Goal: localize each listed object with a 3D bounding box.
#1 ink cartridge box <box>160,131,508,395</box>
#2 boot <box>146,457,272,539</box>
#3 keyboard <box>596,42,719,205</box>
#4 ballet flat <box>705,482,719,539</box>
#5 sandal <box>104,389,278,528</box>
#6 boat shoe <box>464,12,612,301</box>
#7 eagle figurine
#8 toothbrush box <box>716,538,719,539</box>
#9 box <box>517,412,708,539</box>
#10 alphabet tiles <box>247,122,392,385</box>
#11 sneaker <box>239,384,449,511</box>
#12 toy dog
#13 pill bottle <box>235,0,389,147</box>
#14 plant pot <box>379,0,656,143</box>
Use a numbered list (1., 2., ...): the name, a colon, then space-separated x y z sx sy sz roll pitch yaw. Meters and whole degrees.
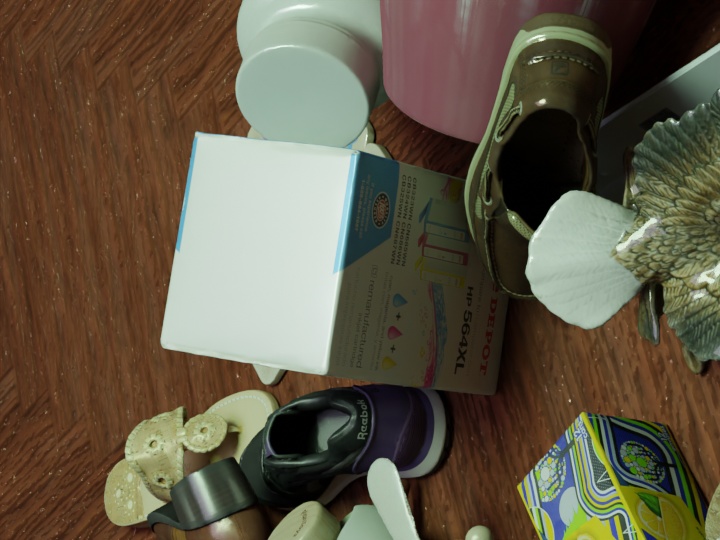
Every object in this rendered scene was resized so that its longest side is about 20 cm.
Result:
1. ink cartridge box: 0.000 0.000 1.260 0.125 0.200 0.129 7 88 37
2. boot: -0.065 0.232 1.392 0.200 0.068 0.188 65 158 10
3. keyboard: 0.169 -0.078 1.148 0.200 0.056 0.011 -34 28 46
4. ballet flat: 0.209 0.102 0.991 0.200 0.070 0.065 96 166 -48
5. sandal: -0.144 0.140 1.520 0.212 0.070 0.078 -30 59 47
6. boat shoe: 0.092 -0.042 1.137 0.203 0.075 0.075 89 -173 -49
7. eagle figurine: 0.196 -0.025 1.040 0.200 0.152 0.151 -3 60 59
8. toothbrush box: 0.200 0.229 0.956 0.085 0.146 0.200 35 109 51
9. box: 0.156 0.174 1.100 0.070 0.064 0.200 -53 45 34
10. alphabet tiles: -0.044 -0.028 1.468 0.196 0.015 0.200 -58 41 28
11. sneaker: -0.037 0.106 1.363 0.200 0.087 0.076 -25 63 50
12. toy dog: 0.033 0.163 1.251 0.200 0.132 0.096 10 59 47
13. pill bottle: -0.013 -0.166 1.306 0.111 0.111 0.200 -42 21 41
14. plant pot: 0.090 -0.175 1.182 0.200 0.200 0.179 46 135 48
